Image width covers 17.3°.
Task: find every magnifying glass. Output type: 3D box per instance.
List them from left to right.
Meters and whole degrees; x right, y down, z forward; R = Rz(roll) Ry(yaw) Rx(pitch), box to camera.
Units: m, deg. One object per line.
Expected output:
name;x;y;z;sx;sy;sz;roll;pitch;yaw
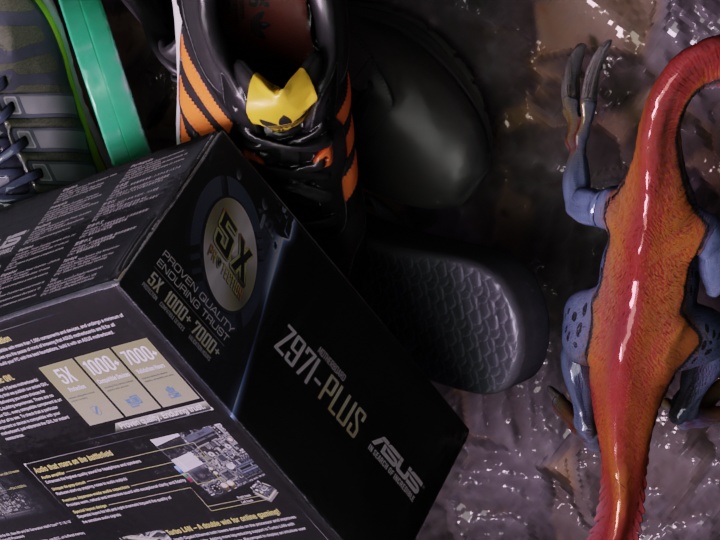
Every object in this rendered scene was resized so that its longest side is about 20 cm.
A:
magnifying glass;-0.090;-0.034;0.999;0.022;0.080;0.200;-18;129;-5

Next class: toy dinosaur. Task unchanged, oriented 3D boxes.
toy dinosaur;0.124;0.002;0.901;0.105;0.200;0.182;3;144;5

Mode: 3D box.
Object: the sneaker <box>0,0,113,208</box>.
sneaker;-0.146;-0.054;0.983;0.074;0.081;0.200;-19;129;14

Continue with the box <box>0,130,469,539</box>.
box;-0.088;0.053;0.923;0.200;0.086;0.164;-17;122;43

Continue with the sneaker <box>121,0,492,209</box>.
sneaker;-0.037;-0.088;0.958;0.200;0.091;0.076;37;117;4

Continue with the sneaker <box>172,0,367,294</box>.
sneaker;-0.035;-0.056;0.881;0.070;0.090;0.200;-9;112;-5

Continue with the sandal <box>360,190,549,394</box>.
sandal;0.000;0.001;0.985;0.200;0.043;0.076;25;122;36
